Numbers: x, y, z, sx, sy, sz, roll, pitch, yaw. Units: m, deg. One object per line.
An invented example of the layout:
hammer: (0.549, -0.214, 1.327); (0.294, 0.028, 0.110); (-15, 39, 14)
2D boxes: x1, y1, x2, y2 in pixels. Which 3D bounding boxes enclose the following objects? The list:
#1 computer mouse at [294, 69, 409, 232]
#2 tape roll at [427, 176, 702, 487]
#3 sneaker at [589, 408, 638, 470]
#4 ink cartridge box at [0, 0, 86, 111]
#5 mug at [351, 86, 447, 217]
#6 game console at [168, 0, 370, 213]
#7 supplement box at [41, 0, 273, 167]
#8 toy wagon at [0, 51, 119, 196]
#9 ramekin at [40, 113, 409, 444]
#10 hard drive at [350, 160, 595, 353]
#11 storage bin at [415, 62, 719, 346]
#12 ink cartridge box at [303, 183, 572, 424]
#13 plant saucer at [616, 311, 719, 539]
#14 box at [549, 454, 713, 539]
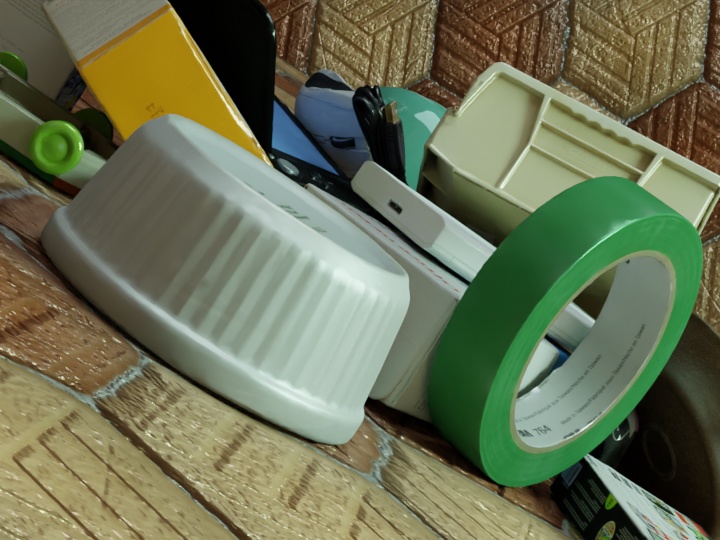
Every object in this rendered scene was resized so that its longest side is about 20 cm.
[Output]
computer mouse: (-0.013, -0.100, 1.666); (0.200, 0.044, 0.110); (-142, -143, -65)
tape roll: (0.128, 0.039, 1.357); (0.048, 0.201, 0.200); (38, 8, 31)
sneaker: (0.105, 0.086, 1.551); (0.086, 0.081, 0.200); (5, 20, -42)
ink cartridge box: (-0.205, -0.215, 1.542); (0.109, 0.201, 0.050); (35, 7, 10)
mug: (0.043, -0.065, 1.817); (0.185, 0.114, 0.152); (43, -24, 4)
game console: (-0.070, -0.150, 1.594); (0.175, 0.117, 0.200); (21, 21, -40)
supplement box: (-0.135, -0.122, 1.429); (0.126, 0.073, 0.200); (58, -3, -23)
toy wagon: (-0.230, -0.111, 1.385); (0.199, 0.040, 0.155); (33, 6, -3)
ramekin: (-0.064, -0.002, 1.174); (0.202, 0.095, 0.202); (33, 6, -4)
hard drive: (0.094, 0.003, 1.485); (0.200, 0.026, 0.132); (34, 4, -31)
storage bin: (0.143, -0.036, 1.617); (0.198, 0.094, 0.200); (29, -20, 8)
ink cartridge box: (0.037, 0.037, 1.432); (0.146, 0.086, 0.200); (38, 5, 31)
plant saucer: (0.219, 0.121, 1.522); (0.036, 0.202, 0.200); (-19, 34, -22)
box: (0.191, 0.181, 1.371); (0.110, 0.035, 0.200); (33, 7, -14)
